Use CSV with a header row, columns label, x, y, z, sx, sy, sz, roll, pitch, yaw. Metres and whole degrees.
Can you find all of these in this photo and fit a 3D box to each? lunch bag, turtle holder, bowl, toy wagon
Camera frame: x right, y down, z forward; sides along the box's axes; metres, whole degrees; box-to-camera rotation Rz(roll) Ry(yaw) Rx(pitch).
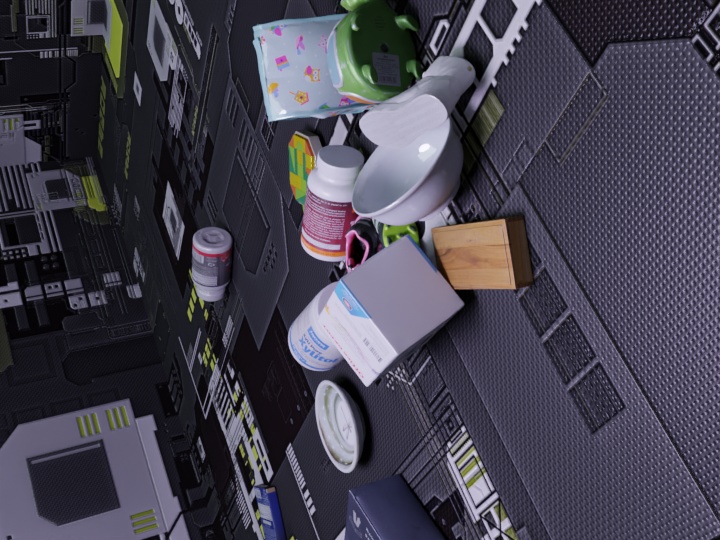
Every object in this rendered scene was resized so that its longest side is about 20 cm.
label,x,y,z,sx,sy,sz,roll,pitch,yaw
lunch bag,-0.079,-0.346,1.453,0.122,0.199,0.171,-160,61,-70
turtle holder,0.002,-0.352,1.339,0.132,0.141,0.186,-11,113,56
bowl,0.087,-0.139,1.284,0.201,0.090,0.201,-38,29,25
toy wagon,-0.107,-0.187,1.767,0.155,0.039,0.201,35,131,56

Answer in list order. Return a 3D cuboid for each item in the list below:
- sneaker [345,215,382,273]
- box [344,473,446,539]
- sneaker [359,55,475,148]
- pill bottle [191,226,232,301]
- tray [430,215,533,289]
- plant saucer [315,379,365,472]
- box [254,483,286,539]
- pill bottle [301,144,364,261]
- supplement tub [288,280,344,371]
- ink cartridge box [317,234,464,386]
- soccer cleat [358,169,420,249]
label,x,y,z,sx,sy,sz,roll,pitch,yaw
sneaker,0.000,0.000,1.540,0.079,0.095,0.201,6,112,22
box,0.063,0.537,1.618,0.197,0.117,0.200,48,142,47
sneaker,0.089,-0.251,1.259,0.074,0.116,0.200,49,151,-22
pill bottle,-0.420,-0.014,2.396,0.111,0.110,0.200,54,145,42
tray,0.175,-0.023,1.259,0.200,0.037,0.099,-3,97,65
plant saucer,-0.035,0.327,1.811,0.200,0.050,0.201,34,130,55
box,-0.257,0.720,2.444,0.121,0.032,0.201,-20,81,65
pill bottle,-0.048,-0.126,1.585,0.113,0.113,0.200,53,144,43
supplement tub,-0.057,0.113,1.680,0.200,0.132,0.132,-49,57,60
ink cartridge box,0.042,0.069,1.374,0.147,0.146,0.200,52,156,9
soccer cleat,0.051,-0.089,1.469,0.081,0.067,0.200,87,161,-72
